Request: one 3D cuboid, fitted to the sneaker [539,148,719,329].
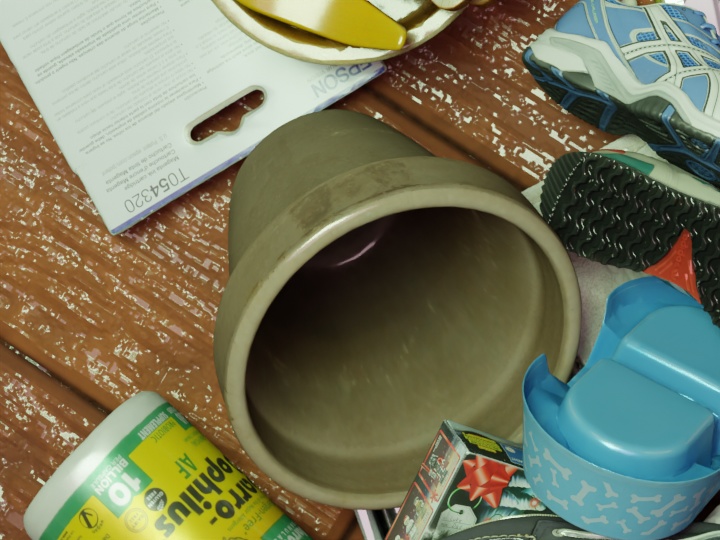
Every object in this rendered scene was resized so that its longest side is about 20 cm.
[{"bbox_3d":[0.197,-0.012,1.082,0.199,0.093,0.071,29,115,21],"label":"sneaker"}]

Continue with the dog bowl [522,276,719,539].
[{"bbox_3d":[0.153,0.071,1.052,0.111,0.200,0.050,27,124,21],"label":"dog bowl"}]

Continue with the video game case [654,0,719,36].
[{"bbox_3d":[0.259,-0.205,1.169,0.198,0.025,0.183,-15,89,8],"label":"video game case"}]

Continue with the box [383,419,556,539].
[{"bbox_3d":[0.065,0.192,1.115,0.136,0.040,0.201,18,106,-25],"label":"box"}]

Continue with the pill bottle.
[{"bbox_3d":[-0.088,0.175,1.179,0.200,0.113,0.113,43,96,5],"label":"pill bottle"}]

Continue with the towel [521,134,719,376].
[{"bbox_3d":[0.174,0.022,1.159,0.132,0.034,0.201,-29,88,-16],"label":"towel"}]

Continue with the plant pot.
[{"bbox_3d":[0.000,0.000,1.117,0.198,0.175,0.202,-10,126,-15],"label":"plant pot"}]

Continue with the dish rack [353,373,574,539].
[{"bbox_3d":[0.086,0.135,1.190,0.170,0.044,0.202,-21,89,8],"label":"dish rack"}]

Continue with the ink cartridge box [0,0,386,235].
[{"bbox_3d":[-0.113,-0.155,1.210,0.195,0.043,0.201,-29,90,8],"label":"ink cartridge box"}]

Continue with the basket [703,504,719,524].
[{"bbox_3d":[0.253,0.232,1.082,0.200,0.161,0.198,-48,56,6],"label":"basket"}]

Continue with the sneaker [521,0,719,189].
[{"bbox_3d":[0.178,-0.103,1.114,0.199,0.076,0.077,34,82,36],"label":"sneaker"}]

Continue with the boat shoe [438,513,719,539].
[{"bbox_3d":[0.112,0.153,1.022,0.198,0.063,0.073,-3,74,6],"label":"boat shoe"}]

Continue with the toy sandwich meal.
[{"bbox_3d":[-0.006,-0.201,1.081,0.203,0.070,0.208,0,92,8],"label":"toy sandwich meal"}]
